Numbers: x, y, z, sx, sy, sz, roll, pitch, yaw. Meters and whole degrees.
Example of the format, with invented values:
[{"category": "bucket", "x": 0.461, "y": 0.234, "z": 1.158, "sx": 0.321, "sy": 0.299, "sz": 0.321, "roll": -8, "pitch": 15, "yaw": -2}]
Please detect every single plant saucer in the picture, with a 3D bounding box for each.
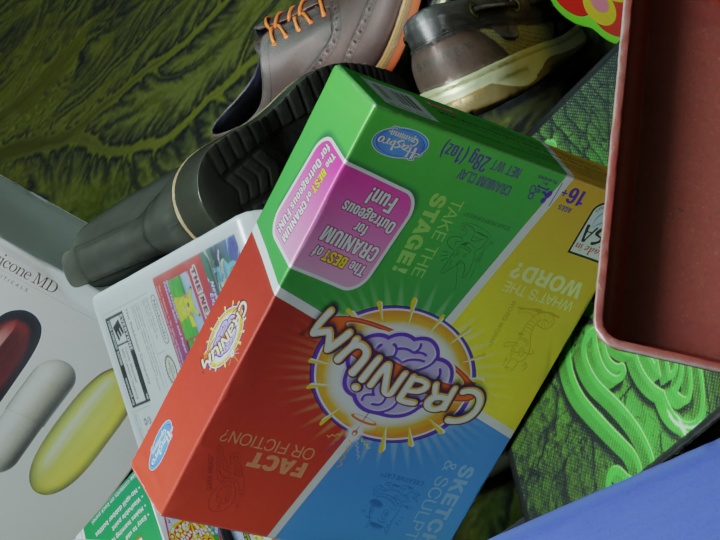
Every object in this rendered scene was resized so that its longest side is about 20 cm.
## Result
[{"category": "plant saucer", "x": 0.190, "y": -0.032, "z": 0.756, "sx": 0.037, "sy": 0.199, "sz": 0.200, "roll": 116, "pitch": 165, "yaw": -61}]

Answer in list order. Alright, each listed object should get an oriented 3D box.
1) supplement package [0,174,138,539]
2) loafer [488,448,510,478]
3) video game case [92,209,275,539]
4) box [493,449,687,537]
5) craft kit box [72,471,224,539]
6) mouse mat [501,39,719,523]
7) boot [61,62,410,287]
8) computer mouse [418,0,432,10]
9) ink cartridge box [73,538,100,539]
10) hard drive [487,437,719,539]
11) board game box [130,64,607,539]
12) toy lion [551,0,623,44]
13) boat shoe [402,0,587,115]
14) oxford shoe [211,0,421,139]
[{"category": "supplement package", "x": -0.238, "y": 0.061, "z": 1.193, "sx": 0.200, "sy": 0.191, "sz": 0.147, "roll": -54, "pitch": 35, "yaw": 8}, {"category": "loafer", "x": 0.083, "y": 0.016, "z": 0.931, "sx": 0.200, "sy": 0.068, "sz": 0.076, "roll": -53, "pitch": 35, "yaw": 9}, {"category": "video game case", "x": -0.065, "y": 0.086, "z": 0.979, "sx": 0.182, "sy": 0.023, "sz": 0.201, "roll": -24, "pitch": 83, "yaw": 56}, {"category": "box", "x": 0.081, "y": 0.187, "z": 0.821, "sx": 0.200, "sy": 0.050, "sz": 0.158, "roll": -39, "pitch": 40, "yaw": 27}, {"category": "craft kit box", "x": -0.121, "y": 0.237, "z": 0.977, "sx": 0.200, "sy": 0.048, "sz": 0.198, "roll": -49, "pitch": 52, "yaw": 32}, {"category": "mouse mat", "x": 0.105, "y": 0.003, "z": 0.843, "sx": 0.161, "sy": 0.008, "sz": 0.201, "roll": -45, "pitch": 43, "yaw": 32}, {"category": "boot", "x": -0.067, "y": -0.053, "z": 1.083, "sx": 0.138, "sy": 0.200, "sz": 0.078, "roll": -22, "pitch": 91, "yaw": 43}, {"category": "computer mouse", "x": 0.069, "y": -0.212, "z": 1.127, "sx": 0.200, "sy": 0.046, "sz": 0.141, "roll": -101, "pitch": 33, "yaw": -55}, {"category": "ink cartridge box", "x": -0.100, "y": 0.213, "z": 0.805, "sx": 0.200, "sy": 0.125, "sz": 0.129, "roll": -44, "pitch": 45, "yaw": 47}, {"category": "hard drive", "x": 0.141, "y": 0.128, "z": 0.737, "sx": 0.199, "sy": 0.025, "sz": 0.132, "roll": -24, "pitch": 45, "yaw": 6}, {"category": "board game box", "x": 0.012, "y": 0.028, "z": 0.822, "sx": 0.201, "sy": 0.153, "sz": 0.040, "roll": -62, "pitch": 35, "yaw": 17}, {"category": "toy lion", "x": 0.145, "y": -0.156, "z": 0.890, "sx": 0.069, "sy": 0.200, "sz": 0.191, "roll": -38, "pitch": 13, "yaw": -29}, {"category": "boat shoe", "x": 0.069, "y": -0.127, "z": 0.983, "sx": 0.073, "sy": 0.065, "sz": 0.200, "roll": -18, "pitch": 12, "yaw": 17}, {"category": "oxford shoe", "x": -0.022, "y": -0.136, "z": 1.134, "sx": 0.200, "sy": 0.072, "sz": 0.071, "roll": -57, "pitch": 23, "yaw": 29}]
